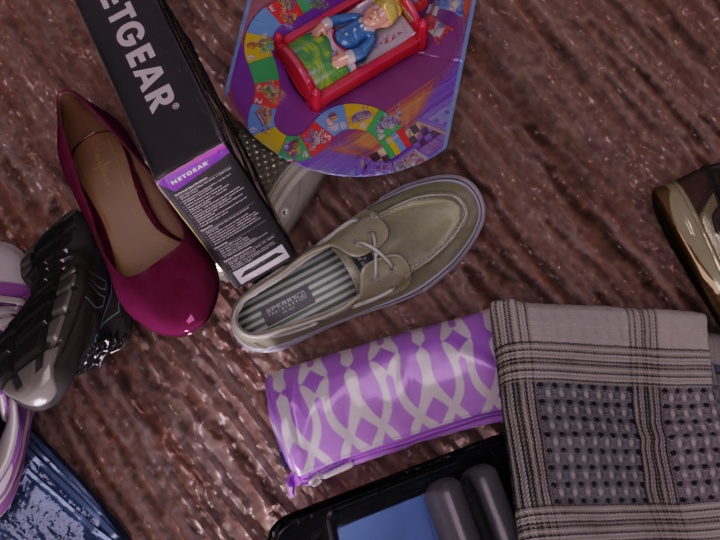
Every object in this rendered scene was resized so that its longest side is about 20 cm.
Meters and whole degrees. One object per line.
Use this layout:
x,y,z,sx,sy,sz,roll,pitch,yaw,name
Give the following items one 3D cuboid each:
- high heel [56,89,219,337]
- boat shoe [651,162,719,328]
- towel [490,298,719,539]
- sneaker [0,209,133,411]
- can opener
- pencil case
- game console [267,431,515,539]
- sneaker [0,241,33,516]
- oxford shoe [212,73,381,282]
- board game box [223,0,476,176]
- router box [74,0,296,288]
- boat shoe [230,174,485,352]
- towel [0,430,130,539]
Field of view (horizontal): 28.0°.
-0.153,-0.037,0.930,0.067,0.200,0.097,-34,131,-7,high heel
0.271,0.019,0.981,0.064,0.073,0.201,-30,89,7,boat shoe
0.180,0.116,0.933,0.198,0.035,0.194,7,65,-28,towel
-0.181,0.032,0.940,0.075,0.201,0.079,-35,115,17,sneaker
0.100,0.216,0.879,0.053,0.067,0.202,-16,79,-21,can opener
0.030,0.086,0.982,0.198,0.084,0.086,-19,55,3,pencil case
0.062,0.221,0.912,0.198,0.119,0.174,-17,110,-21,game console
-0.239,0.060,0.951,0.072,0.114,0.202,3,66,-15,sneaker
-0.051,-0.074,1.004,0.075,0.058,0.201,27,76,29,oxford shoe
-0.005,-0.165,0.976,0.156,0.039,0.202,12,71,3,board game box
-0.118,-0.106,0.920,0.051,0.149,0.201,-28,61,0,router box
0.000,0.000,0.995,0.199,0.062,0.072,-32,89,1,boat shoe
-0.263,0.156,1.012,0.112,0.049,0.200,-45,89,2,towel
